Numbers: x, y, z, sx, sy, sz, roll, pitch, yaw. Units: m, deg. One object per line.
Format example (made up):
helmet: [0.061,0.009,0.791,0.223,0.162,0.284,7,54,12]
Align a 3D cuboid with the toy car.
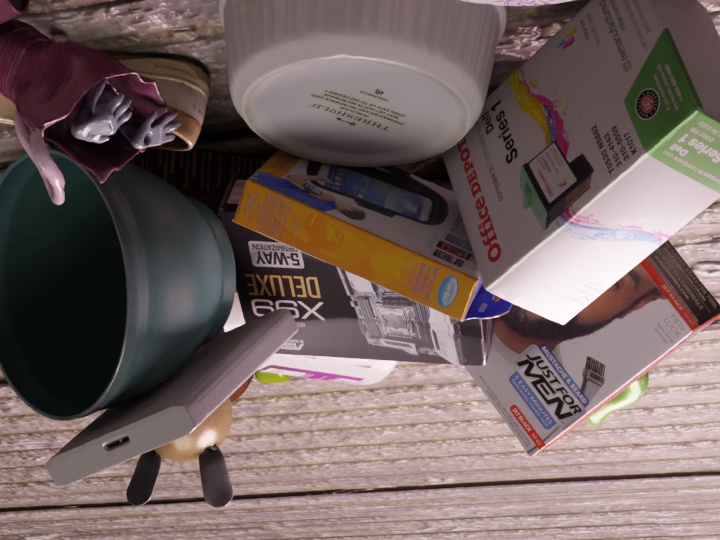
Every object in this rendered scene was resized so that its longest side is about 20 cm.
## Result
toy car: [-0.168,0.142,1.755,0.164,0.200,0.158,-3,156,14]

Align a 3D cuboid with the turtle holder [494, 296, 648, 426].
turtle holder: [0.188,0.045,1.557,0.132,0.141,0.185,-13,152,30]

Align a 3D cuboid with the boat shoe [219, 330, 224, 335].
boat shoe: [-0.189,0.028,1.498,0.069,0.200,0.071,-17,134,-38]

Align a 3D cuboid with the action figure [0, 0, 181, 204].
action figure: [-0.228,-0.131,1.202,0.200,0.149,0.134,31,154,19]

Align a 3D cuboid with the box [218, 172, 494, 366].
box: [0.000,0.000,1.385,0.200,0.050,0.158,3,133,13]

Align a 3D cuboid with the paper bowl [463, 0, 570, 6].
paper bowl: [0.086,-0.240,0.961,0.200,0.105,0.201,3,157,1]

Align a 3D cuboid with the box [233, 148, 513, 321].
box: [0.023,-0.031,1.244,0.200,0.119,0.042,22,118,9]

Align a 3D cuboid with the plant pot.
plant pot: [-0.181,0.007,1.331,0.134,0.201,0.200,-5,168,-42]

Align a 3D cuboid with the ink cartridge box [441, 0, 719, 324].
ink cartridge box: [0.159,-0.083,1.186,0.084,0.145,0.200,22,129,-37]

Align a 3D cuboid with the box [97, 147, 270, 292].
box: [-0.119,-0.042,1.451,0.200,0.075,0.100,9,131,-8]

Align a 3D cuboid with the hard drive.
hard drive: [-0.139,0.094,1.335,0.132,0.026,0.200,-24,-171,26]

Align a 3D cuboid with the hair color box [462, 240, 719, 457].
hair color box: [0.181,0.051,1.415,0.064,0.111,0.200,-23,163,-51]

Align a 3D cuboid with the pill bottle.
pill bottle: [-0.064,0.039,1.589,0.200,0.113,0.112,11,157,-36]

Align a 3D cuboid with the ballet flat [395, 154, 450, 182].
ballet flat: [0.074,-0.088,1.363,0.200,0.065,0.071,-11,148,25]

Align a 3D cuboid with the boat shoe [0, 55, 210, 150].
boat shoe: [-0.215,-0.122,1.319,0.199,0.069,0.074,1,156,6]

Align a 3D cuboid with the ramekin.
ramekin: [0.000,-0.147,1.201,0.202,0.094,0.202,3,156,1]
